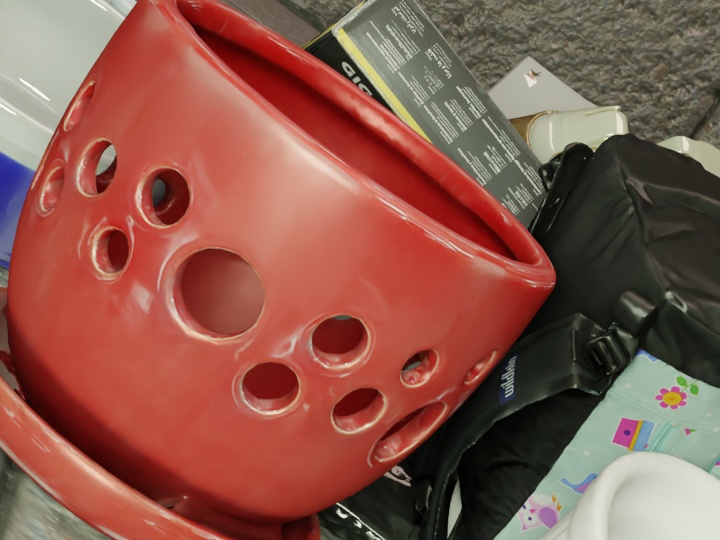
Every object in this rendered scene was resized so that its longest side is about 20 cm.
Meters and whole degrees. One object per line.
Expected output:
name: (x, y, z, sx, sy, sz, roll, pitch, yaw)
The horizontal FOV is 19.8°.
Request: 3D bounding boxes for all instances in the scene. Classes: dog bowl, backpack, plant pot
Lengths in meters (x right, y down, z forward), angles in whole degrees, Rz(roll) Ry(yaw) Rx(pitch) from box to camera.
dog bowl: (-0.177, -0.087, 1.052, 0.200, 0.079, 0.200, 32, 22, -15)
backpack: (0.103, 0.062, 0.895, 0.126, 0.200, 0.167, 23, 28, -11)
plant pot: (-0.050, 0.013, 0.826, 0.200, 0.183, 0.200, 34, 10, -7)

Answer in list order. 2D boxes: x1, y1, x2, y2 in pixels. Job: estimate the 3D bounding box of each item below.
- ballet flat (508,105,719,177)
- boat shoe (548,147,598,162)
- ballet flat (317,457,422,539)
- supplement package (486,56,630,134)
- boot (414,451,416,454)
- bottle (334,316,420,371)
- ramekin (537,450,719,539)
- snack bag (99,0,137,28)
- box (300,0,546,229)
ballet flat: (0.147, -0.052, 1.118, 0.200, 0.072, 0.068, 16, 54, -19)
boat shoe: (0.147, 0.008, 1.081, 0.071, 0.069, 0.200, 0, -30, 29)
ballet flat: (-0.010, 0.101, 0.994, 0.200, 0.066, 0.057, 41, -29, 13)
supplement package: (0.080, -0.004, 1.238, 0.121, 0.200, 0.120, 38, 47, 10)
boot: (0.015, 0.043, 1.094, 0.200, 0.075, 0.107, 51, -8, 4)
bottle: (0.000, 0.000, 1.011, 0.200, 0.084, 0.065, 47, 14, 5)
ramekin: (0.123, 0.178, 0.784, 0.200, 0.098, 0.201, 37, 29, -25)
snack bag: (-0.085, -0.062, 1.215, 0.200, 0.021, 0.189, 36, -28, 2)
box: (0.038, -0.042, 1.054, 0.200, 0.049, 0.160, 52, -16, -7)
